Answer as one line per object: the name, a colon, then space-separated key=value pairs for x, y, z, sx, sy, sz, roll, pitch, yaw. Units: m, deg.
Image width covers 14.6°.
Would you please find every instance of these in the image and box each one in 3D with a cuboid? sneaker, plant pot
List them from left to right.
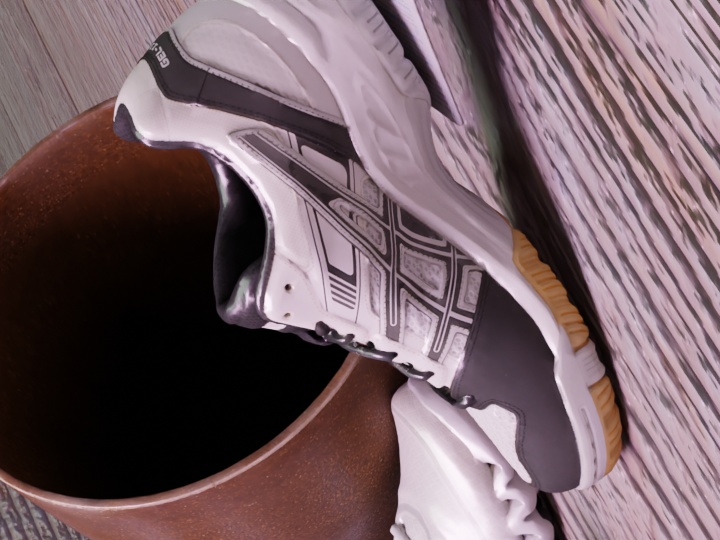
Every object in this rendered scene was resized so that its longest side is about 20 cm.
plant pot: x=-0.043 y=0.056 z=1.121 sx=0.187 sy=0.187 sz=0.200 roll=61 pitch=-178 yaw=38
sneaker: x=0.000 y=0.000 z=0.858 sx=0.200 sy=0.088 sz=0.076 roll=54 pitch=168 yaw=-16
sneaker: x=0.037 y=0.130 z=1.055 sx=0.075 sy=0.081 sz=0.201 roll=-126 pitch=18 yaw=-62

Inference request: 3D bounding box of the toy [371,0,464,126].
toy: x=-0.017 y=-0.146 z=0.813 sx=0.115 sy=0.047 sz=0.200 roll=41 pitch=165 yaw=44
